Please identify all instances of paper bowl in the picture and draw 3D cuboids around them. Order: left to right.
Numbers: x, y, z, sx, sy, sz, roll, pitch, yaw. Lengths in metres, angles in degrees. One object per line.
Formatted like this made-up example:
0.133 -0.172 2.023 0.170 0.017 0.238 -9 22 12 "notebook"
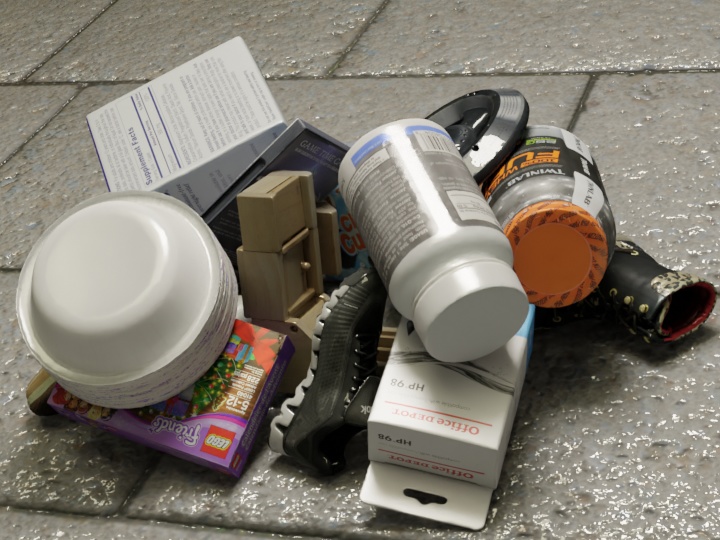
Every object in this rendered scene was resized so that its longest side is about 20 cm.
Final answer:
-0.220 0.018 1.317 0.200 0.104 0.201 -5 62 10 "paper bowl"

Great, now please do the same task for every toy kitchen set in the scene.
0.000 0.000 1.395 0.180 0.201 0.163 4 23 24 "toy kitchen set"

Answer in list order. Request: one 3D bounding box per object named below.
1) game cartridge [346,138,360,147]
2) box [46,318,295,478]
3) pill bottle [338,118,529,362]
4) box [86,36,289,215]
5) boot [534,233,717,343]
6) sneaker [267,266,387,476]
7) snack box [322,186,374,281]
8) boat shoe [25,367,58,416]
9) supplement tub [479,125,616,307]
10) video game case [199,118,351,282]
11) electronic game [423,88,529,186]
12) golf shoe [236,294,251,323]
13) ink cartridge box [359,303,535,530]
0.026 -0.106 1.722 0.133 0.041 0.200 -27 34 -19 "game cartridge"
-0.178 0.099 1.348 0.199 0.039 0.137 16 70 20 "box"
0.063 -0.026 1.237 0.113 0.114 0.200 -17 52 -10 "pill bottle"
-0.174 -0.128 1.549 0.200 0.105 0.184 -27 43 0 "box"
0.225 0.030 1.382 0.203 0.074 0.154 -21 26 -23 "boot"
-0.009 0.097 1.278 0.090 0.201 0.066 35 17 36 "sneaker"
0.039 -0.031 1.512 0.199 0.117 0.037 12 38 35 "snack box"
-0.262 0.064 1.444 0.200 0.072 0.076 -37 71 -3 "boat shoe"
0.173 -0.051 1.339 0.122 0.123 0.200 -8 23 6 "supplement tub"
-0.098 -0.064 1.456 0.200 0.143 0.019 -44 67 11 "video game case"
0.082 -0.110 1.414 0.200 0.042 0.200 -35 22 16 "electronic game"
-0.164 0.098 1.423 0.200 0.075 0.091 -33 45 -19 "golf shoe"
0.076 0.113 1.239 0.115 0.067 0.200 11 52 10 "ink cartridge box"
